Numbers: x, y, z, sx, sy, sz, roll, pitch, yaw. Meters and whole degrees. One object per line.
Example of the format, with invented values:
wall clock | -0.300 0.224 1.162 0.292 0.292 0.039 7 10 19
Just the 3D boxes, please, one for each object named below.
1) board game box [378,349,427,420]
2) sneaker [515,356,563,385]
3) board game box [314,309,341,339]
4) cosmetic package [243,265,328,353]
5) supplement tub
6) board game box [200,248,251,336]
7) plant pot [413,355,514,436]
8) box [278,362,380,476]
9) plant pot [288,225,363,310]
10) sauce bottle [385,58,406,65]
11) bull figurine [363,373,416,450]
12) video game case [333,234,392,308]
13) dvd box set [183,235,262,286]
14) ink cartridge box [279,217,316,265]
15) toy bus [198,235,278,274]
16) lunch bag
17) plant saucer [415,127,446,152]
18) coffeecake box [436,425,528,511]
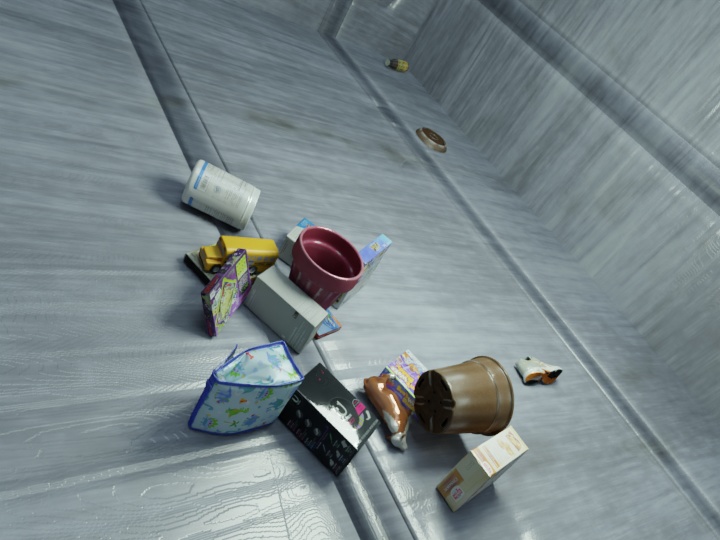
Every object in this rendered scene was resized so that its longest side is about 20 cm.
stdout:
board game box | 0.157 0.324 1.628 0.200 0.045 0.133 45 33 14
sneaker | 0.604 0.327 2.026 0.196 0.077 0.093 9 35 -38
board game box | -0.145 0.099 1.660 0.102 0.020 0.201 -16 58 -50
cosmetic package | -0.192 0.097 1.536 0.198 0.108 0.090 37 32 6
supplement tub | -0.400 -0.216 1.722 0.196 0.133 0.134 26 32 -16
board game box | -0.322 0.049 1.452 0.031 0.123 0.201 4 32 15
plant pot | 0.249 0.321 1.507 0.193 0.203 0.203 4 43 -35
box | -0.073 0.331 1.343 0.199 0.107 0.122 41 32 10
plant pot | -0.112 0.015 1.611 0.195 0.181 0.203 23 33 -16
sauce bottle | 0.231 -1.310 3.814 0.197 0.067 0.066 -13 54 -48
bull figurine | 0.082 0.348 1.508 0.120 0.065 0.203 -1 52 -53
video game case | 0.000 0.000 1.771 0.045 0.183 0.199 38 31 8
dvd box set | -0.353 -0.013 1.596 0.146 0.030 0.199 44 33 12
ink cartridge box | -0.131 -0.046 1.800 0.197 0.085 0.147 35 31 0
toy bus | -0.317 -0.041 1.562 0.196 0.079 0.066 3 44 -40
lunch bag | -0.244 0.246 1.229 0.196 0.172 0.128 -8 51 -45
plant saucer | 0.385 -0.705 3.201 0.196 0.032 0.203 24 33 -16
coffeecake box | 0.298 0.479 1.455 0.197 0.155 0.074 -9 51 -48
